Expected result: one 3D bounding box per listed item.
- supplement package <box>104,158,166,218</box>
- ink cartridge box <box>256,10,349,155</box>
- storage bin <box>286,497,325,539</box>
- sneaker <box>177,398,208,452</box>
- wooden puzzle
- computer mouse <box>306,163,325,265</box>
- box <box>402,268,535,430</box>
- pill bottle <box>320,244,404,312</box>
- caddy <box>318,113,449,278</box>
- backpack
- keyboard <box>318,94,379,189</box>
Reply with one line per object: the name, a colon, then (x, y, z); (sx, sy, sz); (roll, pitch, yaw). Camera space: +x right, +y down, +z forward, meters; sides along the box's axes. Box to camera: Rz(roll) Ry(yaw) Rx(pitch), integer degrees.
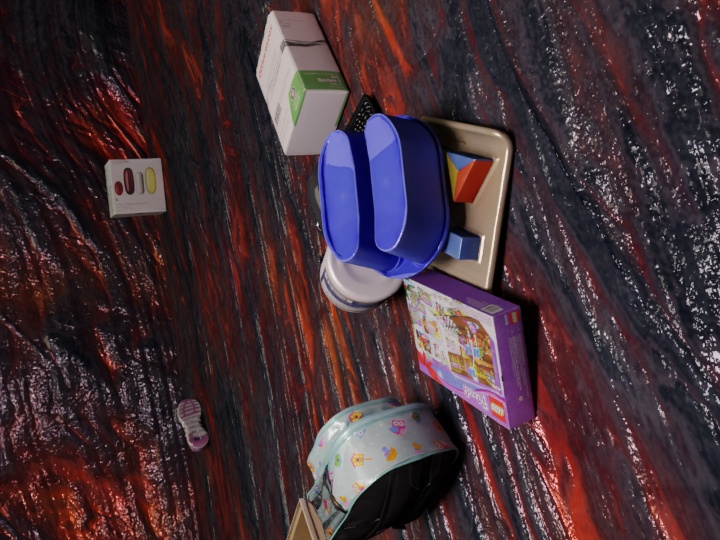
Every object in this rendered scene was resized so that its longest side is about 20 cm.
supplement package: (-0.839, -0.307, 2.734); (0.147, 0.191, 0.201); (-4, 93, 65)
ink cartridge box: (-0.103, -0.318, 1.241); (0.146, 0.084, 0.201); (117, 140, -50)
storage bin: (-0.055, 0.542, 1.328); (0.199, 0.093, 0.200); (108, 146, -41)
sneaker: (-0.567, 0.530, 2.478); (0.089, 0.080, 0.200); (100, 151, -48)
wooden puzzle: (0.105, -0.078, 0.886); (0.185, 0.046, 0.201); (-147, 55, -60)
computer mouse: (-0.054, -0.090, 1.233); (0.140, 0.046, 0.201); (-156, 63, -64)
box: (0.122, 0.084, 0.864); (0.200, 0.039, 0.137); (27, 132, 61)
pill bottle: (0.000, 0.000, 1.029); (0.200, 0.111, 0.112); (126, 135, -79)
caddy: (0.032, -0.091, 0.877); (0.141, 0.105, 0.201); (-12, 79, 40)
backpack: (0.028, 0.258, 0.983); (0.154, 0.175, 0.200); (64, 145, 29)
keyboard: (-0.021, -0.164, 1.121); (0.104, 0.040, 0.200); (61, 141, 28)
